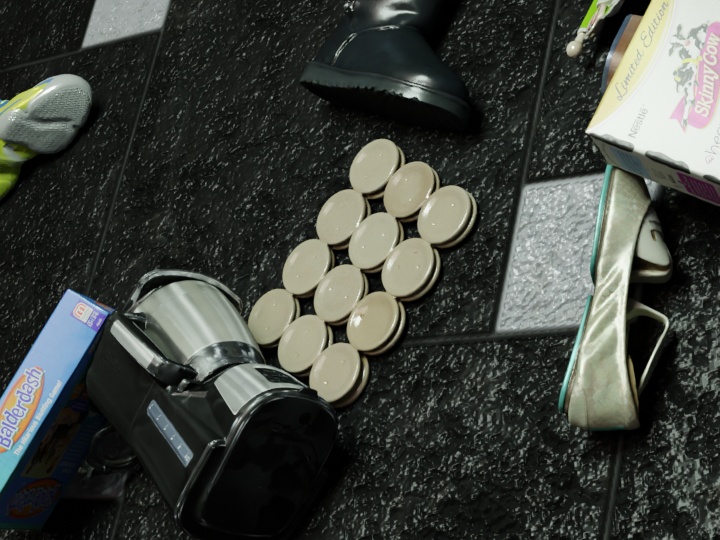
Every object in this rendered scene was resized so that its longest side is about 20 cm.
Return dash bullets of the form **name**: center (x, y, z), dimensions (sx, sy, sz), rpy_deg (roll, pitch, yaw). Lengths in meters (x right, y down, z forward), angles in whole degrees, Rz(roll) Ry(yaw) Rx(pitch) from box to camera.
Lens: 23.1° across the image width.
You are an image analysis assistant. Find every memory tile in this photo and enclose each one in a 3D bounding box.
- **memory tile**: center (0.000, 0.000, 1.398), dimensions (0.200, 0.017, 0.153), rpy_deg (-55, 42, 1)

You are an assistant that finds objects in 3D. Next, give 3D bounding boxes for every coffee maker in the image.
- **coffee maker**: center (-0.121, 0.127, 1.369), dimensions (0.200, 0.134, 0.193), rpy_deg (46, 134, 48)

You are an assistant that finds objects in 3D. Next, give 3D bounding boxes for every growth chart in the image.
- **growth chart**: center (0.212, -0.250, 1.271), dimensions (0.145, 0.018, 0.200), rpy_deg (-63, 2, -23)

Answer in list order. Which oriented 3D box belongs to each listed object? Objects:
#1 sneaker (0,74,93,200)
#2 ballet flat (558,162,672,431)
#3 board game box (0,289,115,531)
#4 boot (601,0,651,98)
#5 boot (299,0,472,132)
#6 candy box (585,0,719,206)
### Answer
- **sneaker**: center (-0.351, -0.152, 1.769), dimensions (0.200, 0.076, 0.105), rpy_deg (-37, 45, 22)
- **ballet flat**: center (0.183, 0.016, 1.200), dimensions (0.062, 0.067, 0.201), rpy_deg (9, 73, 16)
- **board game box**: center (-0.255, 0.120, 1.464), dimensions (0.045, 0.152, 0.200), rpy_deg (30, 86, 12)
- **boot**: center (0.255, -0.191, 1.261), dimensions (0.097, 0.075, 0.200), rpy_deg (19, 72, 24)
- **boot**: center (0.045, -0.209, 1.438), dimensions (0.200, 0.076, 0.169), rpy_deg (20, 83, 53)
- **candy box**: center (0.266, -0.106, 1.142), dimensions (0.200, 0.061, 0.137), rpy_deg (23, 82, 29)
